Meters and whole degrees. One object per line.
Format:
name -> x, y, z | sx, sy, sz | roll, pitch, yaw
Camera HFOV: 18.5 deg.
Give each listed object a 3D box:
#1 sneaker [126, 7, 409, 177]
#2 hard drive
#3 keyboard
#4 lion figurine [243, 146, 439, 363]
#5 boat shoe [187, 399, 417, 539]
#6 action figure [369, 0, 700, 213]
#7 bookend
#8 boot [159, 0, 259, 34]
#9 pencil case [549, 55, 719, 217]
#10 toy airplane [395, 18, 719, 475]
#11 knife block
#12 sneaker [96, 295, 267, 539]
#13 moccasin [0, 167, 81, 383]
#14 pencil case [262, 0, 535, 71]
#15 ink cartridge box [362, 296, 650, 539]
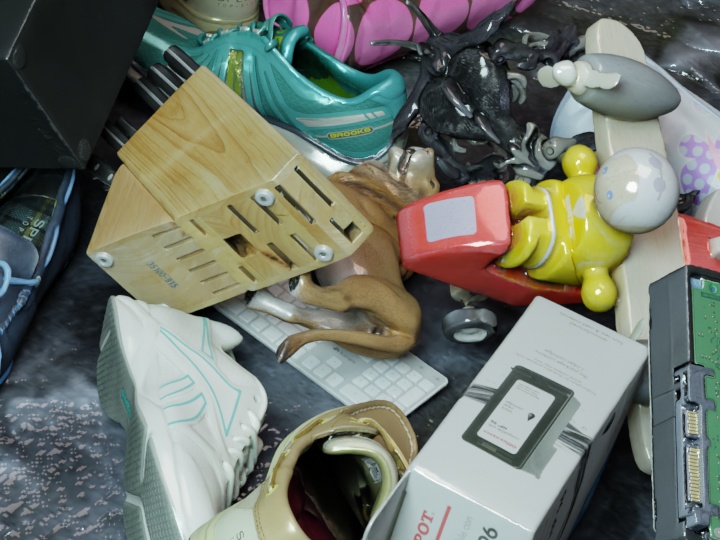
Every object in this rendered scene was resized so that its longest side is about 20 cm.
sneaker -> -0.059, -0.124, 1.346 | 0.199, 0.080, 0.078 | 22, 38, 11
hard drive -> 0.232, 0.085, 1.099 | 0.199, 0.038, 0.141 | 13, 65, -28
keyboard -> -0.044, 0.022, 1.223 | 0.200, 0.011, 0.056 | 35, 42, 25
lion figurine -> 0.000, 0.000, 1.211 | 0.122, 0.073, 0.201 | 25, 37, -22
boat shoe -> -0.009, 0.106, 1.045 | 0.074, 0.066, 0.200 | 53, 28, -3
action figure -> 0.097, -0.083, 1.300 | 0.200, 0.119, 0.102 | 45, 22, 1
bookend -> -0.219, -0.162, 1.217 | 0.199, 0.092, 0.200 | 2, 55, 26
boot -> -0.122, -0.262, 1.437 | 0.072, 0.156, 0.200 | -16, 46, -33
pencil case -> 0.211, -0.058, 1.342 | 0.200, 0.091, 0.083 | 34, 41, 25
toy airplane -> 0.145, -0.018, 1.176 | 0.200, 0.141, 0.199 | 43, 64, 9
knife block -> -0.071, -0.067, 1.184 | 0.064, 0.199, 0.176 | 43, 45, -31
sneaker -> -0.080, 0.082, 1.086 | 0.080, 0.071, 0.201 | 4, 38, -17
moccasin -> -0.203, -0.002, 1.151 | 0.080, 0.069, 0.200 | 16, 37, 2
pencil case -> 0.026, -0.189, 1.452 | 0.199, 0.091, 0.094 | -24, 90, -42
ink cartridge box -> 0.061, 0.116, 1.050 | 0.068, 0.117, 0.200 | 26, 39, 13
